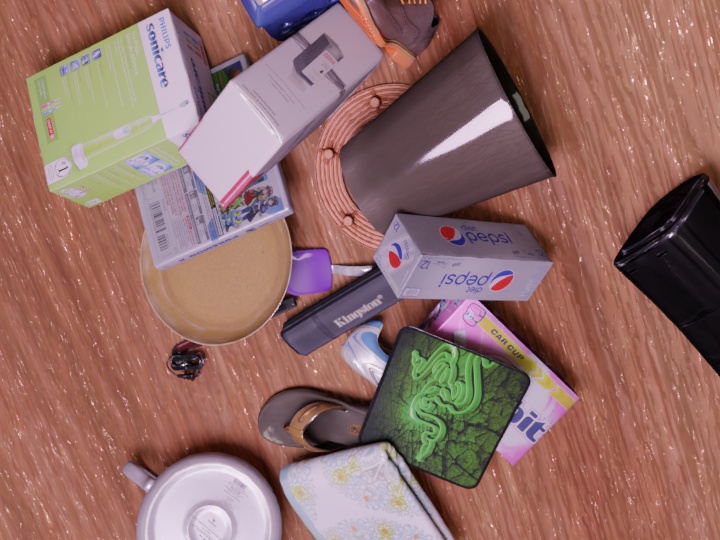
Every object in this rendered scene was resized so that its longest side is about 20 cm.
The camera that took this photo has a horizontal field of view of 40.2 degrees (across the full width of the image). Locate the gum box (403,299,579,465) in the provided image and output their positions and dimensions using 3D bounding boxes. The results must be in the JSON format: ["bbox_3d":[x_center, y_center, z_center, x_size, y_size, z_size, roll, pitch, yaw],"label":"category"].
[{"bbox_3d":[0.147,0.117,1.167,0.200,0.066,0.114,42,98,-13],"label":"gum box"}]

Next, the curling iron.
[{"bbox_3d":[-0.162,0.082,1.246,0.198,0.026,0.050,-30,92,16],"label":"curling iron"}]

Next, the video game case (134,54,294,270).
[{"bbox_3d":[-0.185,-0.126,1.152,0.179,0.022,0.204,-22,74,14],"label":"video game case"}]

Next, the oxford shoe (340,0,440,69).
[{"bbox_3d":[0.032,-0.278,1.037,0.073,0.200,0.072,-41,77,13],"label":"oxford shoe"}]

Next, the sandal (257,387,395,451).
[{"bbox_3d":[-0.046,0.201,1.234,0.196,0.054,0.083,10,109,22],"label":"sandal"}]

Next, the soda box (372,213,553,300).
[{"bbox_3d":[0.116,-0.012,1.095,0.197,0.069,0.064,2,131,-36],"label":"soda box"}]

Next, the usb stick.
[{"bbox_3d":[-0.010,0.043,1.198,0.198,0.033,0.056,-31,118,21],"label":"usb stick"}]

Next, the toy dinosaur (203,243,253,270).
[{"bbox_3d":[-0.174,-0.033,1.201,0.099,0.058,0.204,13,107,6],"label":"toy dinosaur"}]

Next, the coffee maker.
[{"bbox_3d":[0.385,0.020,1.063,0.200,0.192,0.135,44,123,-3],"label":"coffee maker"}]

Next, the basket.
[{"bbox_3d":[0.086,-0.135,1.079,0.198,0.137,0.182,-27,110,18],"label":"basket"}]

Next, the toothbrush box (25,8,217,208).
[{"bbox_3d":[-0.268,-0.182,1.132,0.197,0.086,0.148,-22,74,14],"label":"toothbrush box"}]

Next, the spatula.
[{"bbox_3d":[0.000,0.000,1.203,0.196,0.021,0.058,-2,105,8],"label":"spatula"}]

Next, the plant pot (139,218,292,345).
[{"bbox_3d":[-0.168,-0.014,1.166,0.196,0.027,0.205,0,89,16],"label":"plant pot"}]

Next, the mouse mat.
[{"bbox_3d":[0.093,0.164,1.145,0.158,0.008,0.202,21,125,3],"label":"mouse mat"}]

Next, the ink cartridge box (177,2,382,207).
[{"bbox_3d":[-0.083,-0.178,1.053,0.085,0.200,0.145,48,139,-4],"label":"ink cartridge box"}]

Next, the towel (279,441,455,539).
[{"bbox_3d":[0.012,0.306,1.240,0.169,0.048,0.202,-21,114,30],"label":"towel"}]

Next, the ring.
[{"bbox_3d":[0.040,-0.117,1.166,0.196,0.019,0.205,2,105,8],"label":"ring"}]

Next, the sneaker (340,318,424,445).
[{"bbox_3d":[0.060,0.146,1.211,0.072,0.072,0.201,-40,101,4],"label":"sneaker"}]

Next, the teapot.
[{"bbox_3d":[-0.196,0.328,1.265,0.193,0.146,0.204,-9,79,-11],"label":"teapot"}]

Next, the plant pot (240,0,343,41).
[{"bbox_3d":[-0.066,-0.372,1.029,0.197,0.180,0.202,-27,100,13],"label":"plant pot"}]
